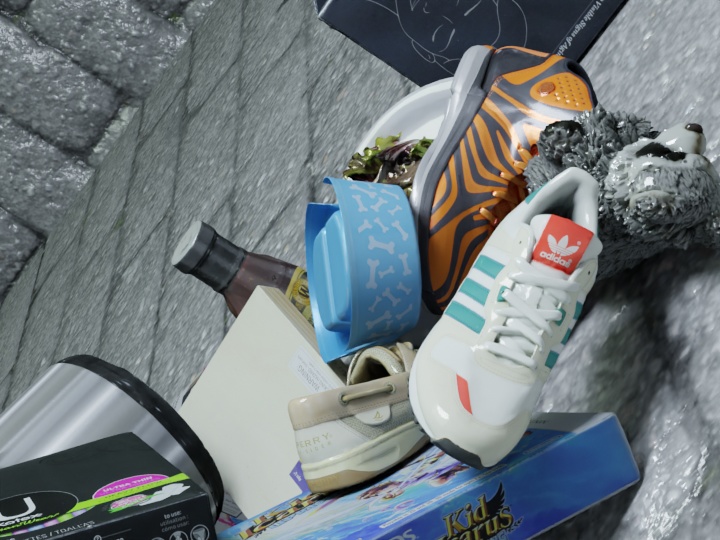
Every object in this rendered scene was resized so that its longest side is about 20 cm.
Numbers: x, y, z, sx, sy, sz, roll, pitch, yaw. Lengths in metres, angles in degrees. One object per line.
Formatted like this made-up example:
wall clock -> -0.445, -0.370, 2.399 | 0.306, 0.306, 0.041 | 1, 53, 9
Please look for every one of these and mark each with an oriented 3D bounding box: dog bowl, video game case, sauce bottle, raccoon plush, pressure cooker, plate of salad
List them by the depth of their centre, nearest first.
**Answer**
video game case -> 0.030, 0.138, 0.970 | 0.199, 0.046, 0.181 | -23, 4, -23
raccoon plush -> 0.163, -0.006, 1.036 | 0.134, 0.096, 0.201 | -119, 31, -55
dog bowl -> 0.000, 0.000, 1.122 | 0.200, 0.049, 0.112 | 136, 127, -78
plate of salad -> 0.057, -0.046, 1.200 | 0.199, 0.048, 0.201 | -10, 73, 33
pressure cooker -> -0.218, 0.184, 1.216 | 0.200, 0.176, 0.178 | -45, 9, -29
sauce bottle -> -0.053, 0.032, 1.293 | 0.066, 0.200, 0.066 | -48, 22, 27

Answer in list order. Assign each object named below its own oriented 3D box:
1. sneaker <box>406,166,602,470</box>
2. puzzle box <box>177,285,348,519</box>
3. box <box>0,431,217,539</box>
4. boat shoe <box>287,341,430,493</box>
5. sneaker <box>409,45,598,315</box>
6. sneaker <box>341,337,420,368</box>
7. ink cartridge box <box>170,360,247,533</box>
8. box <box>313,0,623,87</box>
sneaker -> 0.087, 0.017, 0.932 | 0.094, 0.070, 0.200 | -62, -1, 43
puzzle box -> -0.046, 0.124, 1.209 | 0.200, 0.025, 0.133 | 48, 113, 33
box -> -0.172, 0.190, 1.024 | 0.200, 0.148, 0.125 | -167, 65, -70
boat shoe -> 0.026, 0.074, 1.044 | 0.072, 0.065, 0.200 | -20, 3, 38
sneaker -> 0.103, -0.061, 1.110 | 0.112, 0.078, 0.201 | 8, 70, 24
sneaker -> -0.015, 0.130, 1.239 | 0.201, 0.076, 0.081 | -59, 25, 9
ink cartridge box -> -0.118, 0.154, 1.453 | 0.200, 0.084, 0.145 | -47, 21, 30
box -> 0.096, -0.245, 1.362 | 0.200, 0.196, 0.124 | -52, 17, 17
